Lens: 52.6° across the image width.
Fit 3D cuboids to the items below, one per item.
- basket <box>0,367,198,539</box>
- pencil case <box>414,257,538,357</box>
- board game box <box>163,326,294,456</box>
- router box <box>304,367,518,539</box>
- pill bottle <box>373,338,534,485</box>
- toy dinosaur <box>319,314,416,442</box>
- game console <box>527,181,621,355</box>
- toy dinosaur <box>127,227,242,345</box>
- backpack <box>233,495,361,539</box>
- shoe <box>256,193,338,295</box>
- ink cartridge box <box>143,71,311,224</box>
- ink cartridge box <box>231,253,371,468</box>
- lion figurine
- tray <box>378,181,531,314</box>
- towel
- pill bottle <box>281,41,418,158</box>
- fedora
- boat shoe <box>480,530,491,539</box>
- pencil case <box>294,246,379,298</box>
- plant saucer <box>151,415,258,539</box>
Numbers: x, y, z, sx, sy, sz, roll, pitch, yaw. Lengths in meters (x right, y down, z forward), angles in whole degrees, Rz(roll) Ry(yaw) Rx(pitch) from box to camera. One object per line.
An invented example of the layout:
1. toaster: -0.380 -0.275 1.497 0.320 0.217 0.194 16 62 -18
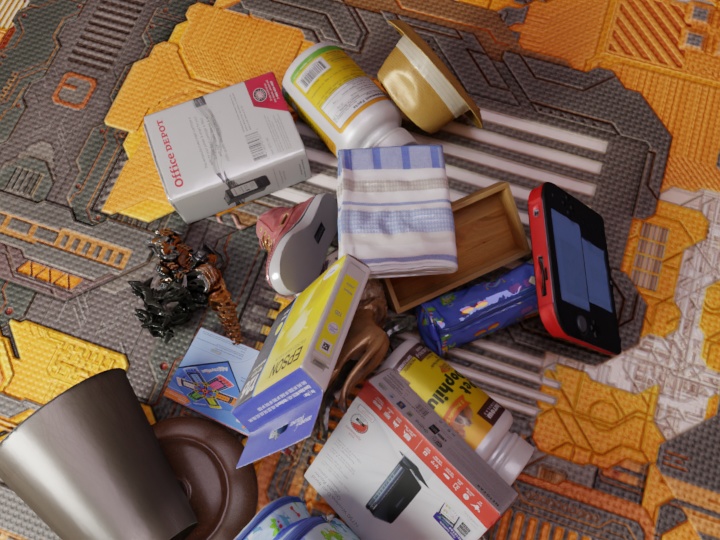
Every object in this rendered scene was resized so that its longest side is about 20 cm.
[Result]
1. basket: -0.290 0.246 0.832 0.180 0.136 0.200 -37 76 -16
2. pencil case: 0.170 0.044 0.947 0.199 0.087 0.078 -22 88 -5
3. board game box: -0.149 0.149 0.925 0.199 0.019 0.103 18 69 28
4. router box: 0.050 0.245 0.832 0.200 0.180 0.049 42 33 19
5. pill bottle: 0.107 0.182 0.885 0.200 0.109 0.109 37 75 14
6. toy dinosaur: -0.013 0.117 0.926 0.088 0.048 0.200 16 61 49
7. game console: 0.278 -0.002 0.930 0.176 0.031 0.201 17 64 -40
8. toy dinosaur: -0.230 0.021 0.970 0.135 0.103 0.200 -34 45 -29
9. backpack: -0.083 0.342 0.786 0.147 0.200 0.183 41 77 15
10. shoe: -0.097 -0.030 0.950 0.091 0.072 0.200 -12 30 26
11. ink cartridge box: -0.189 -0.174 1.042 0.199 0.083 0.146 -21 71 -5
12. ink cartridge box: -0.078 0.103 0.805 0.047 0.198 0.201 34 54 -14
13. lion figurine: -0.002 0.080 0.842 0.122 0.200 0.072 -43 113 2
14. tray: 0.114 -0.031 0.943 0.199 0.037 0.099 -24 102 -11
15. towel: 0.042 -0.078 0.908 0.146 0.024 0.201 -2 58 1
16. pill bottle: -0.012 -0.219 1.037 0.111 0.111 0.200 -38 73 -11
17. fedora: 0.085 -0.255 1.018 0.082 0.200 0.201 -41 72 11
18. boat shoe: 0.075 0.271 0.892 0.200 0.073 0.062 38 32 22
19. pencil case: 0.000 0.000 0.972 0.199 0.078 0.089 -33 43 -10
20. plant saucer: -0.228 0.279 0.903 0.199 0.037 0.202 -1 71 2
